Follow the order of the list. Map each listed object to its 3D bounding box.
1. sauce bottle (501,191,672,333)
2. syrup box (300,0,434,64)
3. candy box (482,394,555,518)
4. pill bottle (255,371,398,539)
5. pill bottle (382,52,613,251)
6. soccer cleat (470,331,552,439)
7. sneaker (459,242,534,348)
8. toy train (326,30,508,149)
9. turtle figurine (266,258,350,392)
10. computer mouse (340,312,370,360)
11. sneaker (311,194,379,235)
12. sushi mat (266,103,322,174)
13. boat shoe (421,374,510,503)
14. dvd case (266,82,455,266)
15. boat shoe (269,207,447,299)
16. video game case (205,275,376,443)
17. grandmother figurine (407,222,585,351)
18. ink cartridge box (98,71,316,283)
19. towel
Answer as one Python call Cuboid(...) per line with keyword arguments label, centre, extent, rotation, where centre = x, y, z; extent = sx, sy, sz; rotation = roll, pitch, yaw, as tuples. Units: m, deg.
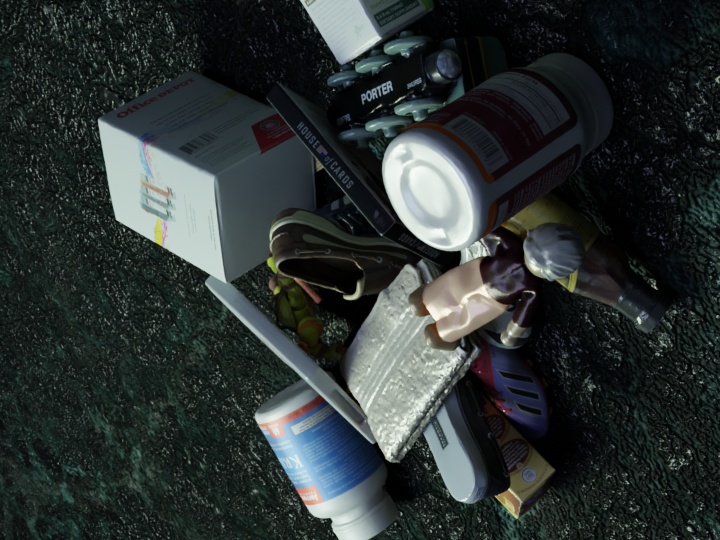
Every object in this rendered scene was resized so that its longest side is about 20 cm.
Cuboid(label="sauce bottle", centre=(0.199, -0.017, 1.477), extent=(0.200, 0.066, 0.066), rotation=(38, 144, 3))
Cuboid(label="syrup box", centre=(-0.025, -0.308, 1.518), extent=(0.200, 0.079, 0.081), rotation=(59, 146, -4))
Cuboid(label="candy box", centre=(0.122, 0.174, 1.729), extent=(0.200, 0.056, 0.117), rotation=(44, 169, 15))
Cuboid(label="pill bottle", centre=(-0.036, 0.235, 1.960), extent=(0.112, 0.112, 0.200), rotation=(-21, 101, 55))
Cuboid(label="pill bottle", centre=(0.125, -0.110, 1.393), extent=(0.114, 0.200, 0.114), rotation=(31, 138, 32))
Cuboid(label="soccer cleat", centre=(0.138, 0.098, 1.662), extent=(0.067, 0.076, 0.200), rotation=(1, 118, 50))
Cuboid(label="sneaker", centre=(0.143, -0.006, 1.569), extent=(0.088, 0.076, 0.200), rotation=(9, 126, 47))
Cuboid(label="toy train", centre=(0.051, -0.171, 1.510), extent=(0.200, 0.114, 0.085), rotation=(-19, 79, 57))
Cuboid(label="turtle figurine", centre=(-0.071, 0.045, 1.830), extent=(0.200, 0.064, 0.161), rotation=(62, 180, -37))
Cuboid(label="computer mouse", centre=(0.005, 0.064, 1.824), extent=(0.140, 0.046, 0.200), rotation=(53, 146, 2))
Cuboid(label="sneaker", centre=(-0.005, -0.050, 1.706), extent=(0.075, 0.085, 0.200), rotation=(57, 146, -2))
Cuboid(label="sushi mat", centre=(-0.109, -0.130, 1.830), extent=(0.096, 0.012, 0.200), rotation=(58, 146, -2))
Cuboid(label="boat shoe", centre=(0.103, 0.146, 1.645), extent=(0.070, 0.066, 0.200), rotation=(-54, 48, 41))
Cuboid(label="dvd case", centre=(0.002, -0.094, 1.572), extent=(0.025, 0.150, 0.200), rotation=(-45, 63, 11))
Cuboid(label="boat shoe", centre=(-0.003, 0.004, 1.666), extent=(0.202, 0.075, 0.075), rotation=(16, 136, -15))
Cuboid(label="video game case", centre=(-0.074, 0.099, 1.789), extent=(0.200, 0.024, 0.182), rotation=(40, 175, 37))
Cuboid(label="grandmother figurine", centre=(0.127, 0.006, 1.462), extent=(0.200, 0.061, 0.121), rotation=(-28, 94, 47))
Cuboid(label="ink cartridge box", centre=(-0.171, -0.109, 1.783), extent=(0.200, 0.145, 0.145), rotation=(29, 137, 36))
Cuboid(label="towel", centre=(0.047, 0.092, 1.635), extent=(0.200, 0.034, 0.133), rotation=(-59, 46, 38))
